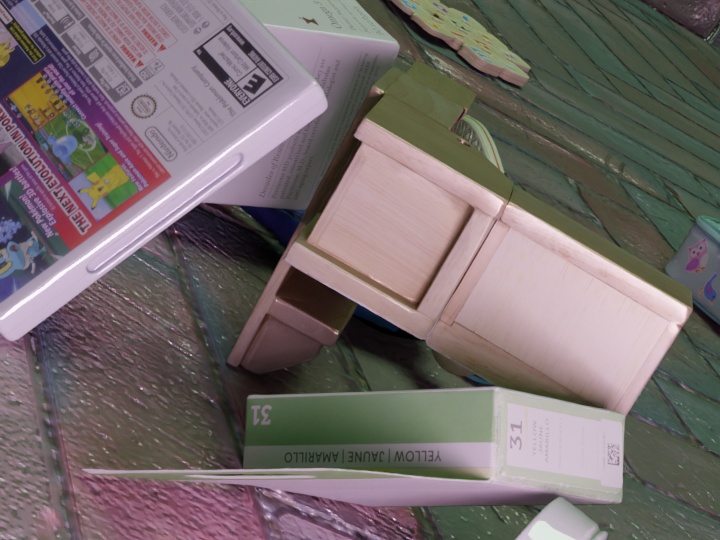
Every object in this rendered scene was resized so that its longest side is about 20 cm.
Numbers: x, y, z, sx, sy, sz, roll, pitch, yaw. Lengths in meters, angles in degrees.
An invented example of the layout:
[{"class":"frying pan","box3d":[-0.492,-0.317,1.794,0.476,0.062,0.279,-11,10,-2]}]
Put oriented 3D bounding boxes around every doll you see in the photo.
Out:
[{"class":"doll","box3d":[0.000,0.000,1.194,0.200,0.049,0.136,38,18,24]}]

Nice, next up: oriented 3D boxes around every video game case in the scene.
[{"class":"video game case","box3d":[-0.137,-0.082,0.958,0.200,0.182,0.023,49,-7,39]}]

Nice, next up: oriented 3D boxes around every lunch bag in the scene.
[{"class":"lunch bag","box3d":[0.374,0.024,1.789,0.200,0.077,0.160,20,22,-40]}]

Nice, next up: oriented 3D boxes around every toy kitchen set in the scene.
[{"class":"toy kitchen set","box3d":[0.049,0.017,1.018,0.180,0.164,0.200,30,16,0]}]

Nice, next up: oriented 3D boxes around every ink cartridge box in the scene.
[{"class":"ink cartridge box","box3d":[0.001,0.074,0.861,0.145,0.048,0.200,-5,-14,39]}]

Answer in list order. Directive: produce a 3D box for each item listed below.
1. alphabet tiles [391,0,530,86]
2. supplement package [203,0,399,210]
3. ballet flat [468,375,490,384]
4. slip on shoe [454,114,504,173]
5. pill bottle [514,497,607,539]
[{"class":"alphabet tiles","box3d":[0.097,-0.267,2.185,0.195,0.015,0.200,13,27,-52]},{"class":"supplement package","box3d":[-0.101,-0.116,1.132,0.199,0.118,0.117,3,33,-33]},{"class":"ballet flat","box3d":[0.107,0.025,1.304,0.072,0.072,0.200,38,18,15]},{"class":"slip on shoe","box3d":[0.081,-0.080,1.543,0.061,0.074,0.200,31,12,-21]},{"class":"pill bottle","box3d":[0.134,0.187,0.817,0.200,0.112,0.112,38,17,14]}]
